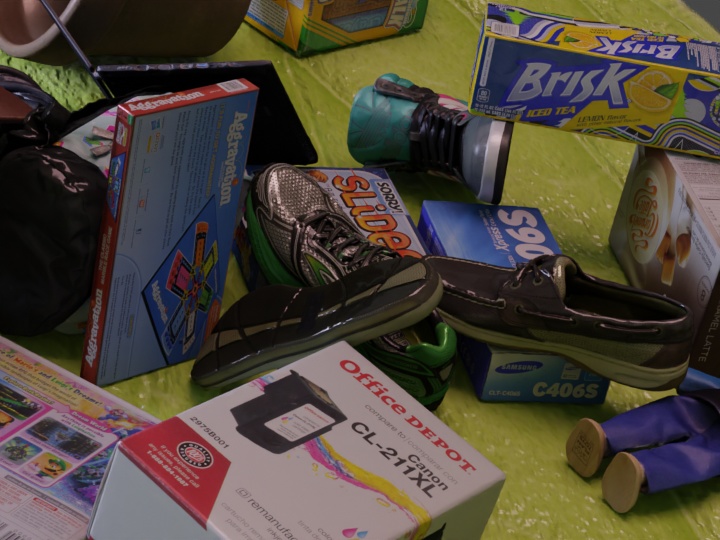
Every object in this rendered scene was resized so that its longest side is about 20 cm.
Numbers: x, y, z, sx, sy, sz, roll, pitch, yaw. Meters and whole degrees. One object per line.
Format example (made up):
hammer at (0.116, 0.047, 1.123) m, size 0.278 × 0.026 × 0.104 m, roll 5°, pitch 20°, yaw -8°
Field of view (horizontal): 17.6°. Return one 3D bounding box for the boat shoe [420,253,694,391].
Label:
boat shoe at (0.131, 0.019, 1.574) m, size 0.201 × 0.066 × 0.072 m, roll 19°, pitch 32°, yaw 10°

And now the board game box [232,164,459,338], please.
board game box at (-0.020, -0.011, 1.682) m, size 0.135 × 0.035 × 0.200 m, roll 1°, pitch 33°, yaw -20°

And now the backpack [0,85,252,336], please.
backpack at (-0.169, -0.041, 1.577) m, size 0.127 × 0.167 × 0.200 m, roll 47°, pitch 37°, yaw 8°

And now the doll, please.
doll at (0.235, 0.107, 1.573) m, size 0.200 × 0.049 × 0.136 m, roll -10°, pitch 38°, yaw -33°

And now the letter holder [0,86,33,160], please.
letter holder at (-0.305, -0.100, 1.535) m, size 0.142 × 0.101 × 0.200 m, roll 37°, pitch 4°, yaw 0°

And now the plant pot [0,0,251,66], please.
plant pot at (-0.185, -0.247, 1.893) m, size 0.174 × 0.200 × 0.200 m, roll 16°, pitch 24°, yaw -35°

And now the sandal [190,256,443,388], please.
sandal at (-0.029, 0.046, 1.495) m, size 0.201 × 0.057 × 0.080 m, roll -14°, pitch 35°, yaw 34°

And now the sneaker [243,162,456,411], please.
sneaker at (0.000, 0.000, 1.557) m, size 0.078 × 0.085 × 0.200 m, roll -31°, pitch 72°, yaw -34°

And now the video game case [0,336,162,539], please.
video game case at (-0.224, 0.108, 1.417) m, size 0.200 × 0.024 × 0.182 m, roll 25°, pitch 32°, yaw 21°

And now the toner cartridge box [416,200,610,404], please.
toner cartridge box at (0.108, 0.020, 1.673) m, size 0.095 × 0.043 × 0.200 m, roll 2°, pitch 32°, yaw -16°

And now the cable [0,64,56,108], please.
cable at (-0.285, -0.099, 1.724) m, size 0.163 × 0.051 × 0.200 m, roll -1°, pitch 30°, yaw -32°

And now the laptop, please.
laptop at (-0.141, -0.153, 1.710) m, size 0.200 × 0.177 × 0.103 m, roll -1°, pitch 70°, yaw 11°

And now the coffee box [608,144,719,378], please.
coffee box at (0.258, -0.014, 1.720) m, size 0.080 × 0.115 × 0.200 m, roll 4°, pitch 33°, yaw -14°

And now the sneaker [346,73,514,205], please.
sneaker at (0.051, -0.104, 1.789) m, size 0.121 × 0.084 × 0.200 m, roll 9°, pitch 7°, yaw -5°

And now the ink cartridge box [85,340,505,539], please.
ink cartridge box at (-0.035, 0.138, 1.366) m, size 0.146 × 0.083 × 0.200 m, roll 38°, pitch 38°, yaw 25°

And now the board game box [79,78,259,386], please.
board game box at (-0.124, -0.024, 1.499) m, size 0.103 × 0.200 × 0.019 m, roll -15°, pitch 39°, yaw -40°

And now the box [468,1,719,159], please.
box at (0.183, -0.141, 1.724) m, size 0.200 × 0.070 × 0.064 m, roll 10°, pitch 29°, yaw 0°

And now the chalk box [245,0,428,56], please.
chalk box at (-0.011, -0.283, 2.057) m, size 0.200 × 0.124 × 0.124 m, roll -15°, pitch 40°, yaw -41°
